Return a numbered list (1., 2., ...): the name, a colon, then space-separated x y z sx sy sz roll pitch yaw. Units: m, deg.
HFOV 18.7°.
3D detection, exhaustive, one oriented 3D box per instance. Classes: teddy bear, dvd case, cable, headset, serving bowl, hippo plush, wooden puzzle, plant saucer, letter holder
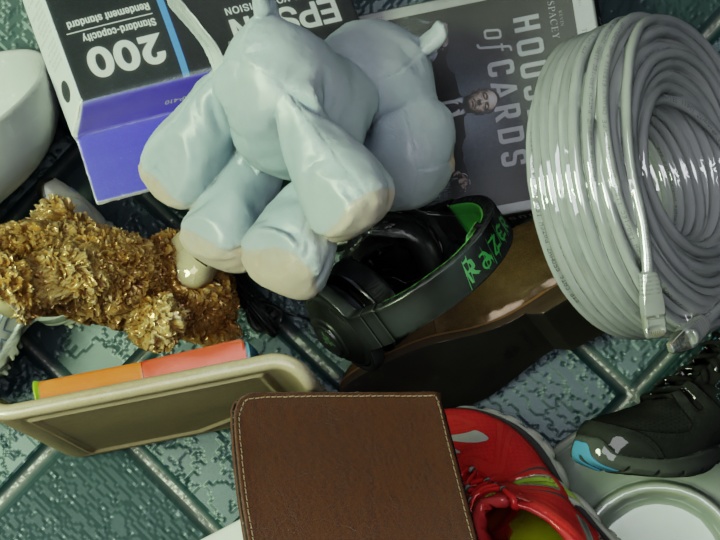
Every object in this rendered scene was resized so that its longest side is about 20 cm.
1. teddy bear: -0.156 -0.001 1.312 0.200 0.145 0.067 14 103 -20
2. dvd case: 0.063 -0.102 1.408 0.200 0.025 0.150 -10 81 14
3. cable: 0.177 -0.055 1.326 0.069 0.200 0.200 -14 93 37
4. headset: 0.000 0.000 1.351 0.200 0.124 0.094 -22 111 40
5. serving bowl: -0.274 -0.063 1.384 0.200 0.200 0.066 -26 113 2
6. hippo plush: -0.032 -0.090 1.316 0.159 0.161 0.200 -24 88 37
7. wooden puzzle: -0.116 0.078 1.335 0.200 0.185 0.037 -6 77 5
8. plant saucer: 0.185 0.185 1.359 0.200 0.050 0.200 -1 82 6
9. letter holder: -0.014 0.179 1.241 0.142 0.101 0.200 2 58 -26

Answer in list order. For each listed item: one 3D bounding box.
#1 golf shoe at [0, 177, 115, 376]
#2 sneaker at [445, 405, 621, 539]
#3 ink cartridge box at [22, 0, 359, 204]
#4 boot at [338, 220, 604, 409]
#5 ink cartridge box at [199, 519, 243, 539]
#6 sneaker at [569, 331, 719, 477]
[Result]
1. golf shoe: -0.246 0.020 1.397 0.200 0.078 0.097 -38 110 -8
2. sneaker: 0.090 0.143 1.328 0.200 0.085 0.077 41 102 39
3. ink cartridge box: -0.104 -0.160 1.376 0.198 0.043 0.200 -17 79 -21
4. boot: 0.074 0.030 1.394 0.200 0.074 0.075 -25 53 5
5. ink cartridge box: -0.099 0.254 1.338 0.200 0.086 0.148 -30 69 11
6. sneaker: 0.210 0.076 1.326 0.200 0.073 0.082 -11 99 -30
